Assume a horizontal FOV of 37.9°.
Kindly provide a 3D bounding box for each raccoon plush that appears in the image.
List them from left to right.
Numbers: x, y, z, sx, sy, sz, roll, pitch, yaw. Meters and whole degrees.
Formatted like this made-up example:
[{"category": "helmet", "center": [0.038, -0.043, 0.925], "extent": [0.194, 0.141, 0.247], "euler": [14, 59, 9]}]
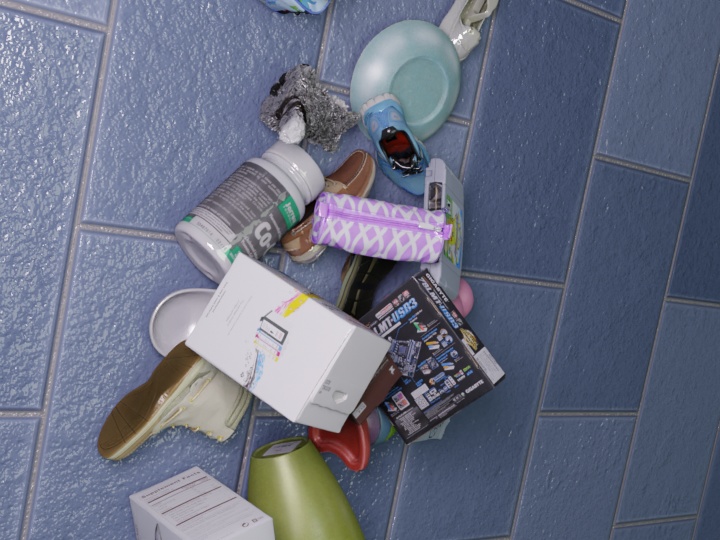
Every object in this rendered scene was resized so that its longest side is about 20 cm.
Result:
[{"category": "raccoon plush", "center": [-0.066, -0.191, 1.453], "extent": [0.134, 0.097, 0.201], "euler": [36, 34, -27]}]

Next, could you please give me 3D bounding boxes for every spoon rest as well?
[{"category": "spoon rest", "center": [-0.207, 0.050, 1.463], "extent": [0.200, 0.060, 0.100], "euler": [-33, 123, -29]}]

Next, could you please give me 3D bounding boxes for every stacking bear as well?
[{"category": "stacking bear", "center": [0.030, 0.222, 1.679], "extent": [0.200, 0.121, 0.114], "euler": [-18, 120, -45]}]

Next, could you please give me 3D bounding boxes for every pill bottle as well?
[{"category": "pill bottle", "center": [-0.149, -0.083, 1.442], "extent": [0.200, 0.113, 0.113], "euler": [-46, 126, -20]}]

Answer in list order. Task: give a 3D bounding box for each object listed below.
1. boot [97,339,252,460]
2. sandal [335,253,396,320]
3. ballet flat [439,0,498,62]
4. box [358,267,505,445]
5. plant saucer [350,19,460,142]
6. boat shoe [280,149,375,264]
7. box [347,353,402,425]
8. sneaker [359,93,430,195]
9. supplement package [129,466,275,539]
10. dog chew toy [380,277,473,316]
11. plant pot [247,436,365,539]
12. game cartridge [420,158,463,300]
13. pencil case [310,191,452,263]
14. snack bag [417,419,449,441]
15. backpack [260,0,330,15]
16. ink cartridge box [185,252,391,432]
[{"category": "boot", "center": [-0.253, 0.206, 1.459], "extent": [0.200, 0.072, 0.155], "euler": [-47, 138, -5]}, {"category": "sandal", "center": [-0.001, 0.001, 1.629], "extent": [0.080, 0.057, 0.202], "euler": [17, 105, -44]}, {"category": "ballet flat", "center": [0.172, -0.395, 1.657], "extent": [0.069, 0.069, 0.201], "euler": [31, 82, -40]}, {"category": "box", "center": [0.084, 0.130, 1.558], "extent": [0.199, 0.200, 0.050], "euler": [54, 37, 7]}, {"category": "plant saucer", "center": [0.080, -0.278, 1.602], "extent": [0.200, 0.039, 0.202], "euler": [-14, 119, -26]}, {"category": "boat shoe", "center": [-0.050, -0.104, 1.546], "extent": [0.072, 0.076, 0.200], "euler": [46, 71, -35]}, {"category": "box", "center": [-0.046, 0.138, 1.526], "extent": [0.100, 0.200, 0.075], "euler": [-49, 130, -19]}, {"category": "sneaker", "center": [0.058, -0.170, 1.580], "extent": [0.078, 0.090, 0.200], "euler": [-26, 140, 10]}, {"category": "supplement package", "center": [-0.217, 0.375, 1.448], "extent": [0.117, 0.200, 0.118], "euler": [-19, 113, -35]}, {"category": "dog chew toy", "center": [0.109, 0.072, 1.697], "extent": [0.200, 0.124, 0.125], "euler": [-32, 120, -38]}, {"category": "plant pot", "center": [-0.097, 0.360, 1.578], "extent": [0.187, 0.187, 0.201], "euler": [-19, 98, -35]}, {"category": "game cartridge", "center": [0.128, -0.058, 1.615], "extent": [0.133, 0.040, 0.201], "euler": [37, 55, -71]}, {"category": "pencil case", "center": [0.028, -0.060, 1.490], "extent": [0.199, 0.085, 0.084], "euler": [7, 86, -14]}, {"category": "snack bag", "center": [0.138, 0.191, 1.717], "extent": [0.189, 0.021, 0.200], "euler": [-67, 159, 1]}, {"category": "backpack", "center": [-0.095, -0.456, 1.369], "extent": [0.200, 0.147, 0.184], "euler": [34, 77, -37]}, {"category": "ink cartridge box", "center": [-0.092, 0.097, 1.383], "extent": [0.145, 0.200, 0.147], "euler": [-58, 155, 0]}]
